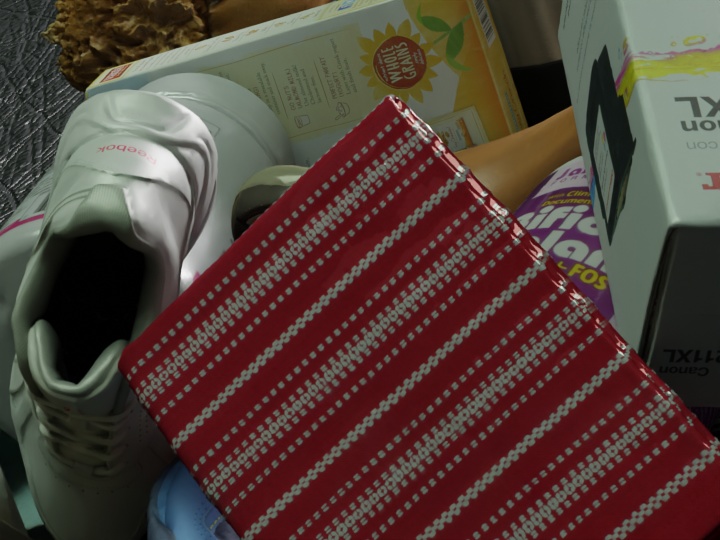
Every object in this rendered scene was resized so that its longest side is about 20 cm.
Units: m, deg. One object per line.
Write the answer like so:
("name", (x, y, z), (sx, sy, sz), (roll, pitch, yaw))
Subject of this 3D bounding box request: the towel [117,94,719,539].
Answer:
("towel", (0.022, 0.056, 0.785), (0.145, 0.200, 0.022), (-43, -24, 6))

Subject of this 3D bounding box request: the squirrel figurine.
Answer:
("squirrel figurine", (-0.085, -0.160, 1.387), (0.199, 0.187, 0.141), (-28, 23, -16))

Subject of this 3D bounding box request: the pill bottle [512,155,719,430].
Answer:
("pill bottle", (0.094, 0.021, 0.894), (0.112, 0.113, 0.200), (-6, 27, 35))

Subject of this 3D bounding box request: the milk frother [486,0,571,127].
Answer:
("milk frother", (0.054, -0.124, 1.168), (0.199, 0.189, 0.180), (-26, 20, -15))

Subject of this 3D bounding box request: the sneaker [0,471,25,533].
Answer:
("sneaker", (-0.207, 0.077, 0.958), (0.088, 0.076, 0.200), (-28, 30, -22))

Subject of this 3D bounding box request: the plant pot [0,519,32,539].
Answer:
("plant pot", (-0.219, 0.146, 0.839), (0.199, 0.200, 0.135), (-2, 62, 40))

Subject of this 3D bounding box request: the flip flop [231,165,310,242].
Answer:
("flip flop", (0.000, 0.000, 0.961), (0.081, 0.200, 0.058), (1, 64, 19))

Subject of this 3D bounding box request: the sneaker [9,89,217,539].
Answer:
("sneaker", (-0.105, 0.037, 0.884), (0.077, 0.201, 0.100), (9, 31, 6))

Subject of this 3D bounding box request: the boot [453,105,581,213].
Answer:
("boot", (0.098, -0.056, 1.012), (0.199, 0.074, 0.155), (-20, -15, -23))

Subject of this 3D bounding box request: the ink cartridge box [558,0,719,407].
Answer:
("ink cartridge box", (0.158, -0.051, 0.833), (0.145, 0.083, 0.201), (1, 43, -6))

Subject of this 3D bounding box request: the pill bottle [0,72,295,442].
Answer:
("pill bottle", (-0.095, -0.008, 1.033), (0.113, 0.114, 0.200), (-14, 22, 19))

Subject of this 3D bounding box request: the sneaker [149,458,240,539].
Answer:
("sneaker", (-0.023, 0.088, 0.883), (0.082, 0.074, 0.200), (-12, 25, 19))

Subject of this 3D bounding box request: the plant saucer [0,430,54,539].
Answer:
("plant saucer", (-0.126, 0.081, 1.062), (0.200, 0.039, 0.201), (-19, 21, 7))

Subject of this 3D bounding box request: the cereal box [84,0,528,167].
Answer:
("cereal box", (-0.018, -0.053, 1.131), (0.199, 0.145, 0.040), (-13, 19, 18))
